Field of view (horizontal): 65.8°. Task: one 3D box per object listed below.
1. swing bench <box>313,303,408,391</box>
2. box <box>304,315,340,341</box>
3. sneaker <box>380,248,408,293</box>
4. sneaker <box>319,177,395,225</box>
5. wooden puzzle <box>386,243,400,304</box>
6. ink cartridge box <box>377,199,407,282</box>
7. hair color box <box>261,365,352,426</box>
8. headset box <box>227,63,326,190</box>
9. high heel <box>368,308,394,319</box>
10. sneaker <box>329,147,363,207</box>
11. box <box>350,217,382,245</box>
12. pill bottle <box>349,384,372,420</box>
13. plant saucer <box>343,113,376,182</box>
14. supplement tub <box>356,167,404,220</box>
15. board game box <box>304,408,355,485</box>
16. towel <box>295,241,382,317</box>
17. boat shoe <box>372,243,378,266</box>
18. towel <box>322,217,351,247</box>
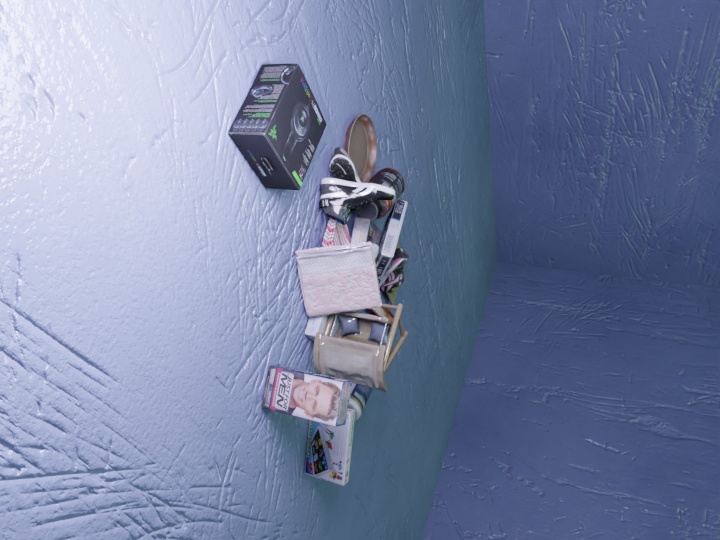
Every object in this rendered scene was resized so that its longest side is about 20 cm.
[{"bbox_3d":[-0.001,0.186,1.454,0.131,0.196,0.201,74,33,-42],"label":"swing bench"},{"bbox_3d":[-0.080,0.140,1.554,0.200,0.041,0.158,53,48,-60],"label":"box"},{"bbox_3d":[0.110,0.005,1.787,0.200,0.085,0.081,-49,-157,52],"label":"sneaker"},{"bbox_3d":[-0.011,-0.171,1.453,0.073,0.196,0.114,175,-78,-84],"label":"sneaker"},{"bbox_3d":[0.112,-0.001,1.980,0.201,0.037,0.187,68,36,-56],"label":"wooden puzzle"},{"bbox_3d":[0.081,-0.082,1.693,0.201,0.043,0.201,111,-5,-62],"label":"ink cartridge box"},{"bbox_3d":[-0.125,0.287,1.288,0.060,0.197,0.102,24,75,-65],"label":"hair color box"},{"bbox_3d":[-0.168,-0.290,1.157,0.175,0.091,0.202,60,43,-54],"label":"headset box"},{"bbox_3d":[0.062,0.117,1.810,0.201,0.094,0.068,71,35,-46],"label":"high heel"},{"bbox_3d":[-0.029,-0.248,1.516,0.201,0.073,0.080,68,12,-46],"label":"sneaker"},{"bbox_3d":[0.016,-0.058,1.677,0.200,0.048,0.161,32,68,-75],"label":"box"},{"bbox_3d":[-0.016,0.341,1.673,0.201,0.109,0.112,-59,147,-44],"label":"pill bottle"},{"bbox_3d":[-0.004,-0.346,1.605,0.200,0.032,0.204,7,90,-68],"label":"plant saucer"},{"bbox_3d":[0.056,-0.227,1.688,0.200,0.105,0.108,-52,142,-49],"label":"supplement tub"},{"bbox_3d":[-0.085,0.472,1.528,0.035,0.124,0.204,-1,98,-66],"label":"board game box"},{"bbox_3d":[-0.053,0.026,1.394,0.032,0.196,0.194,-91,173,-58],"label":"towel"},{"bbox_3d":[0.000,0.000,1.505,0.200,0.071,0.069,-54,141,-54],"label":"boat shoe"},{"bbox_3d":[-0.058,-0.077,1.512,0.202,0.029,0.148,-77,160,-46],"label":"towel"}]
